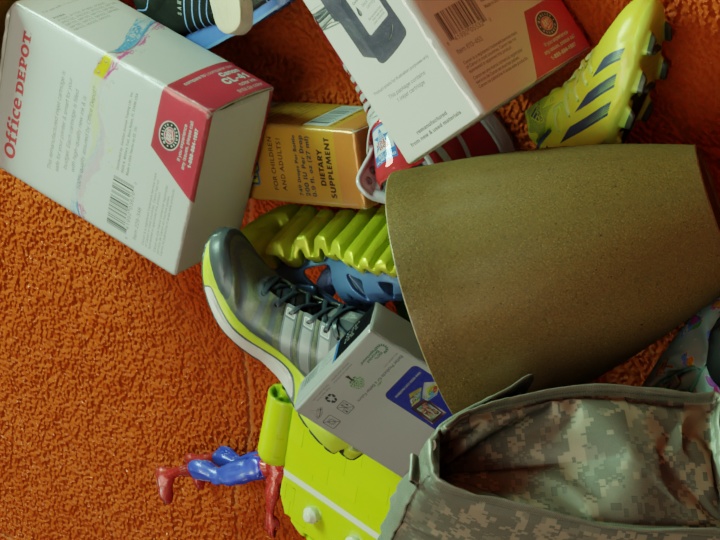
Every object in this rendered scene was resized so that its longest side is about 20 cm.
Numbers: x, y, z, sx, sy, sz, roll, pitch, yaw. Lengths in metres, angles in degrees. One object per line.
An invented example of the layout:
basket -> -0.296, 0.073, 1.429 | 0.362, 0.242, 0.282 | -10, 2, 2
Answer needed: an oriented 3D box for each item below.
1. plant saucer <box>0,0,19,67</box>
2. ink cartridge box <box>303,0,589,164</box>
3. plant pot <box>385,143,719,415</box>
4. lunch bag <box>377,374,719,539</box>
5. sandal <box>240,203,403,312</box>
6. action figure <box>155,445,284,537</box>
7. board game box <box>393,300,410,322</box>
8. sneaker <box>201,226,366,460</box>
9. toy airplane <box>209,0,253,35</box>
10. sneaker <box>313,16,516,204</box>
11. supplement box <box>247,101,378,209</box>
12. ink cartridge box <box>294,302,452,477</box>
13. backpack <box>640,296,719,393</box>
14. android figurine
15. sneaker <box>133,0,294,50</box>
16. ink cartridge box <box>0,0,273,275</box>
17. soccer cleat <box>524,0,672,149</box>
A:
plant saucer -> -0.275, -0.180, 1.687 | 0.048, 0.200, 0.200 | 26, 127, 20
ink cartridge box -> 0.043, -0.196, 1.467 | 0.084, 0.145, 0.200 | -32, 91, 44
plant pot -> 0.141, -0.008, 1.418 | 0.199, 0.186, 0.187 | -19, 102, 15
lunch bag -> 0.114, 0.145, 1.370 | 0.164, 0.199, 0.118 | 112, 159, -59
sandal -> 0.000, 0.000, 1.615 | 0.200, 0.079, 0.087 | 6, 127, 43
action figure -> -0.078, 0.189, 1.818 | 0.200, 0.065, 0.099 | -18, 95, 43
board game box -> 0.071, 0.038, 1.600 | 0.095, 0.030, 0.201 | -31, 72, 43
sneaker -> -0.036, 0.041, 1.585 | 0.081, 0.074, 0.200 | -36, 100, 32
toy airplane -> -0.100, -0.291, 1.539 | 0.199, 0.141, 0.201 | -125, 34, -57
sneaker -> 0.016, -0.124, 1.547 | 0.200, 0.112, 0.071 | 47, 132, 8
supplement box -> -0.060, -0.091, 1.657 | 0.200, 0.069, 0.067 | 7, 114, 38
ink cartridge box -> 0.062, 0.112, 1.537 | 0.200, 0.039, 0.099 | 34, 124, -14
backpack -> 0.262, 0.082, 1.450 | 0.127, 0.167, 0.200 | 48, 145, 15
android figurine -> -0.007, 0.162, 1.687 | 0.182, 0.041, 0.201 | 33, 128, 29
sneaker -> -0.101, -0.219, 1.620 | 0.200, 0.070, 0.078 | -22, 103, 42
ink cartridge box -> -0.177, -0.112, 1.640 | 0.200, 0.086, 0.148 | 32, 126, 25
soccer cleat -> 0.153, -0.107, 1.482 | 0.084, 0.065, 0.201 | 30, 129, 16
